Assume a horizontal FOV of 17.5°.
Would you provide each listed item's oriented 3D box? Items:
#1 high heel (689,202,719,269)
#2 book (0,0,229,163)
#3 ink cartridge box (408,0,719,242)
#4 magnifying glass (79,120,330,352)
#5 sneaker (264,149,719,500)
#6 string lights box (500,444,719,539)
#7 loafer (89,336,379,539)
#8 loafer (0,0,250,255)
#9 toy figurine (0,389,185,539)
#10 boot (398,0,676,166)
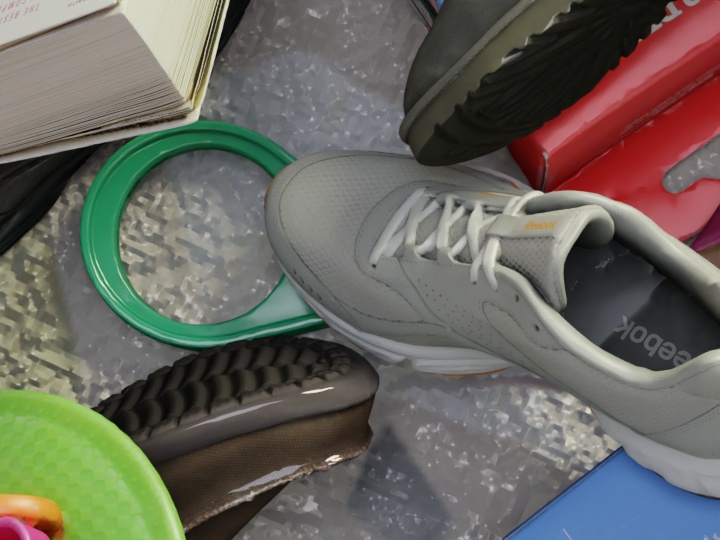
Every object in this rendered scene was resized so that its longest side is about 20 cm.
[{"bbox_3d":[0.175,-0.007,0.719,0.096,0.200,0.068,-33,114,-7],"label":"high heel"},{"bbox_3d":[-0.099,-0.120,0.755,0.133,0.048,0.201,-12,44,26],"label":"book"},{"bbox_3d":[0.076,-0.110,0.800,0.116,0.067,0.201,-34,81,-2],"label":"ink cartridge box"},{"bbox_3d":[0.000,0.000,0.811,0.198,0.022,0.080,12,81,7],"label":"magnifying glass"},{"bbox_3d":[0.051,-0.004,0.735,0.199,0.092,0.076,22,72,25],"label":"sneaker"},{"bbox_3d":[0.096,0.115,0.765,0.199,0.059,0.103,-37,80,-3],"label":"string lights box"},{"bbox_3d":[-0.079,0.084,0.782,0.199,0.073,0.071,-23,104,9],"label":"loafer"},{"bbox_3d":[-0.098,-0.081,0.802,0.073,0.072,0.200,37,84,9],"label":"loafer"},{"bbox_3d":[-0.176,0.090,0.655,0.198,0.184,0.151,-12,69,22],"label":"toy figurine"},{"bbox_3d":[0.032,-0.160,0.736,0.182,0.072,0.200,-46,69,22],"label":"boot"}]
